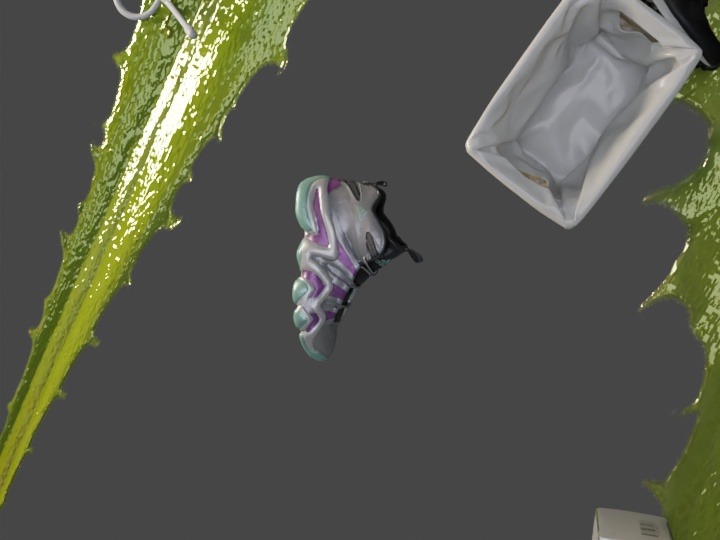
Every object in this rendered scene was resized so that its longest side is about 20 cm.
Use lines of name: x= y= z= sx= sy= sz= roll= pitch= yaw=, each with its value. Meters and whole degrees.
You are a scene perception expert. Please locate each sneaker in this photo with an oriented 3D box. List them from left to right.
sneaker: x=0.000 y=0.000 z=0.962 sx=0.137 sy=0.078 sz=0.205 roll=1 pitch=98 yaw=14
sneaker: x=0.305 y=-0.291 z=0.850 sx=0.089 sy=0.070 sz=0.202 roll=-35 pitch=87 yaw=18

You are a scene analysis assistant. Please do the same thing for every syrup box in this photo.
syrup box: x=0.278 y=0.367 z=0.940 sx=0.080 sy=0.079 sz=0.205 roll=6 pitch=99 yaw=12

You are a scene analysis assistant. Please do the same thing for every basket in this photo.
basket: x=0.212 y=-0.162 z=0.864 sx=0.135 sy=0.123 sz=0.201 roll=37 pitch=105 yaw=6

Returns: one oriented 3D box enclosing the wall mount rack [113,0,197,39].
wall mount rack: x=-0.202 y=-0.351 z=0.967 sx=0.173 sy=0.074 sz=0.201 roll=37 pitch=105 yaw=6
